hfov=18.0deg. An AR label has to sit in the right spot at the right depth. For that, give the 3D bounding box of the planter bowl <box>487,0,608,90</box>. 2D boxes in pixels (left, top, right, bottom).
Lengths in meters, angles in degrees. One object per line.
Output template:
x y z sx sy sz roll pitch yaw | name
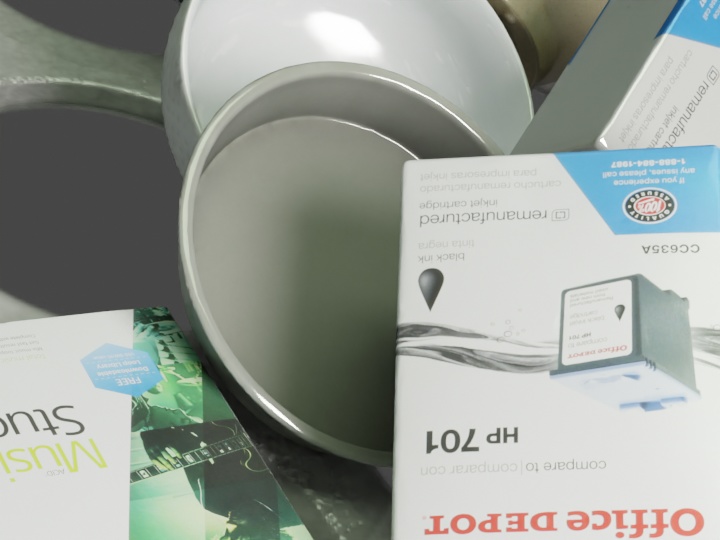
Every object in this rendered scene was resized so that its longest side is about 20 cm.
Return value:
0.081 -0.182 1.313 0.199 0.201 0.135 27 62 11 | planter bowl

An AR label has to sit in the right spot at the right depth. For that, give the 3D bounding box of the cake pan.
0.000 0.000 1.065 0.199 0.037 0.202 11 65 -25 | cake pan

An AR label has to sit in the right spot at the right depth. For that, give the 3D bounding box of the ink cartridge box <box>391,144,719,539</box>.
0.090 0.054 0.970 0.145 0.086 0.201 -3 57 8 | ink cartridge box

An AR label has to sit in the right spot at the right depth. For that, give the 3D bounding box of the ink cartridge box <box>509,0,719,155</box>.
0.190 -0.044 1.127 0.200 0.084 0.147 42 64 -20 | ink cartridge box

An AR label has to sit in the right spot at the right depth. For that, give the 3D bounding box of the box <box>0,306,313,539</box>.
-0.109 0.095 0.957 0.143 0.037 0.200 -6 43 -32 | box

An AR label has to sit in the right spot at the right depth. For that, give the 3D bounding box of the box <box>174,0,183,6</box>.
-0.044 -0.249 1.264 0.104 0.199 0.149 41 59 -24 | box

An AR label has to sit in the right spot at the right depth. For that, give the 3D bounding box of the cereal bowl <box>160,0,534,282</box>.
-0.015 -0.077 1.162 0.198 0.083 0.202 10 67 -25 | cereal bowl
